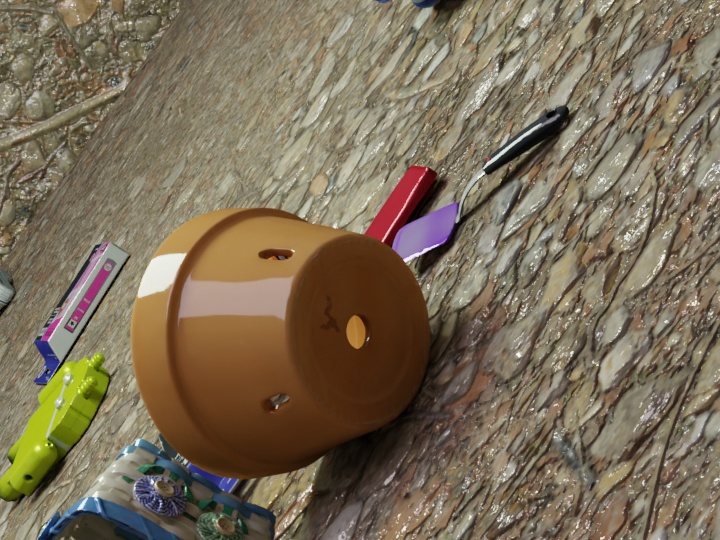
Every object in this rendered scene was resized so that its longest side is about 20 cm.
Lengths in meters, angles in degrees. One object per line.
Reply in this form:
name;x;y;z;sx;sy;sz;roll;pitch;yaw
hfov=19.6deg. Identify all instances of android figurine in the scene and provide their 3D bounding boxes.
android figurine;-0.349;0.175;2.379;0.200;0.041;0.182;-48;17;31

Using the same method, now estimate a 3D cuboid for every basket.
basket;-0.159;0.229;1.462;0.139;0.176;0.200;-52;10;49

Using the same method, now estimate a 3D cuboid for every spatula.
spatula;0.091;-0.066;1.596;0.200;0.021;0.057;-43;18;36

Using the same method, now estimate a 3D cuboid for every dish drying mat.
dish drying mat;0.000;0.000;1.741;0.200;0.018;0.077;-58;15;-3

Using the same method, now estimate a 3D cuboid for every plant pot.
plant pot;-0.044;0.049;1.495;0.140;0.200;0.200;-6;49;47

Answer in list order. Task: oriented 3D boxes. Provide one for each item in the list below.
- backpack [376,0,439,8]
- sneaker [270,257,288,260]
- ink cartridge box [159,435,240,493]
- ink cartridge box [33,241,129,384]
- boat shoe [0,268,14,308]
backpack;0.053;-0.351;2.047;0.183;0.147;0.200;-48;14;23
sneaker;-0.099;0.006;1.830;0.112;0.078;0.200;-48;-4;17
ink cartridge box;-0.123;0.137;1.769;0.095;0.037;0.200;-54;17;2
ink cartridge box;-0.373;0.055;2.701;0.200;0.037;0.095;-61;16;-12
boat shoe;-0.608;0.025;3.379;0.062;0.072;0.200;-52;19;2
